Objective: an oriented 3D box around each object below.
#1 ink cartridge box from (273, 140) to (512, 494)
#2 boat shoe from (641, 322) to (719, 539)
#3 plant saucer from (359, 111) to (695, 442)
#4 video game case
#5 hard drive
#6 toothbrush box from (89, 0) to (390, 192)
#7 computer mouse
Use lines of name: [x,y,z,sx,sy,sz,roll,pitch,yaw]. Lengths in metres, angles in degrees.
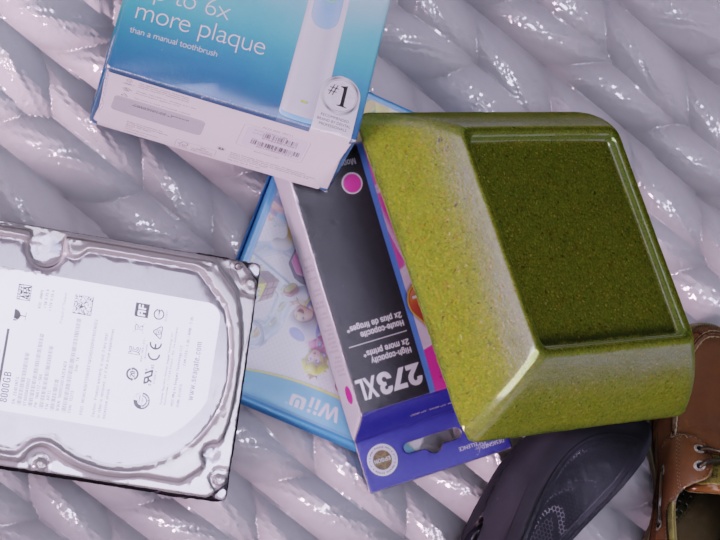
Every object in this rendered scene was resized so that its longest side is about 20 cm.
ink cartridge box: [0.023,0.021,1.646,0.095,0.037,0.200,-17,91,-17]
boat shoe: [0.210,0.128,1.691,0.072,0.068,0.200,8,81,-14]
plant saucer: [0.110,-0.010,1.619,0.200,0.048,0.200,-3,69,-46]
video game case: [0.000,0.000,1.667,0.143,0.018,0.200,24,78,-14]
hard drive: [-0.164,0.048,1.592,0.200,0.038,0.140,10,82,-9]
toothbrush box: [-0.057,-0.166,1.606,0.146,0.085,0.200,17,67,-7]
computer mouse: [0.092,0.143,1.632,0.053,0.138,0.200,47,64,-7]
